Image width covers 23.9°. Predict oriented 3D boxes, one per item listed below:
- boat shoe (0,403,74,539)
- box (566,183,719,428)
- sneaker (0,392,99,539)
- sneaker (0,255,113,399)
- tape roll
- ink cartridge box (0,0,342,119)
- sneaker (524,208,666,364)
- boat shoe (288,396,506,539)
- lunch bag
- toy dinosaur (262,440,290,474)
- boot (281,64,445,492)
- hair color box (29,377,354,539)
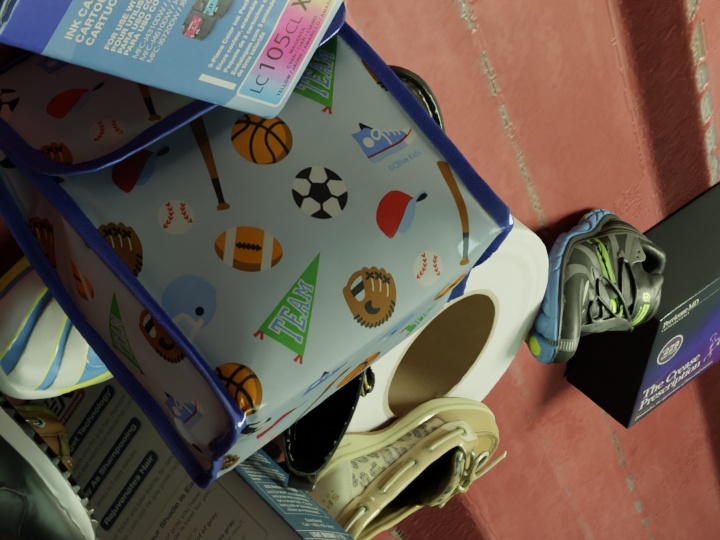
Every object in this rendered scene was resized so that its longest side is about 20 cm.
[{"bbox_3d":[-0.230,0.088,0.809,0.200,0.068,0.072,15,148,-41],"label":"boat shoe"},{"bbox_3d":[0.277,0.022,1.439,0.200,0.079,0.141,-32,144,-30],"label":"box"},{"bbox_3d":[-0.204,0.073,0.750,0.090,0.070,0.200,-43,115,-11],"label":"sneaker"},{"bbox_3d":[-0.095,-0.005,0.841,0.105,0.076,0.200,-21,-169,46],"label":"sneaker"},{"bbox_3d":[0.030,0.037,1.111,0.202,0.071,0.203,-36,149,-26],"label":"tape roll"},{"bbox_3d":[-0.116,-0.131,0.629,0.200,0.136,0.077,13,109,-59],"label":"ink cartridge box"},{"bbox_3d":[0.174,0.011,1.227,0.200,0.083,0.071,-40,150,-58],"label":"sneaker"},{"bbox_3d":[0.031,0.134,1.087,0.200,0.063,0.073,-15,135,-48],"label":"boat shoe"},{"bbox_3d":[-0.061,-0.038,0.758,0.170,0.200,0.124,-34,170,-25],"label":"lunch bag"},{"bbox_3d":[-0.058,0.169,1.147,0.200,0.102,0.077,111,-12,-53],"label":"toy dinosaur"},{"bbox_3d":[0.000,0.000,0.908,0.174,0.069,0.201,-68,168,-73],"label":"boot"},{"bbox_3d":[-0.097,0.126,0.897,0.100,0.200,0.060,-54,151,10],"label":"hair color box"}]
